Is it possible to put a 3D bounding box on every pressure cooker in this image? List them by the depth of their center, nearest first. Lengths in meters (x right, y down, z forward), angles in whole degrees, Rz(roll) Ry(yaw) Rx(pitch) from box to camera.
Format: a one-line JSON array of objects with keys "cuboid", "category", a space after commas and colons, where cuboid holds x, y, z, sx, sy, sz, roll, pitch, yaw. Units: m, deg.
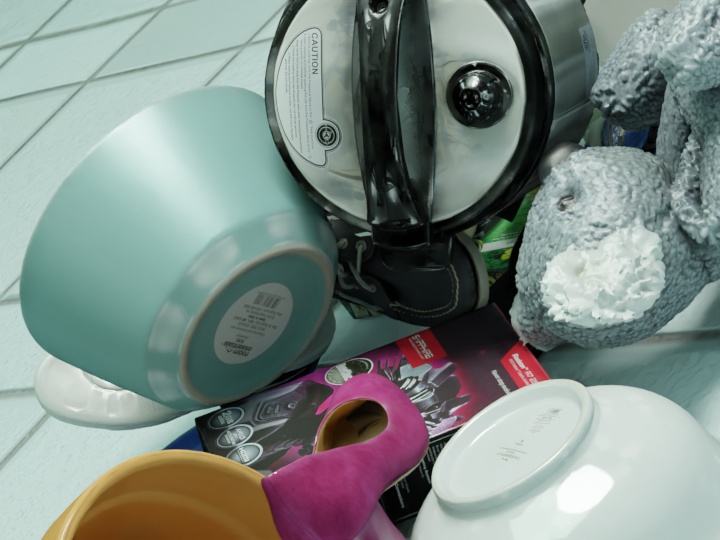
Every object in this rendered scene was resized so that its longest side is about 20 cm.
[{"cuboid": [0.039, -0.111, 1.569, 0.179, 0.176, 0.200, -44, -4, 20], "category": "pressure cooker"}]

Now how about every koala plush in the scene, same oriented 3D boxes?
[{"cuboid": [0.168, -0.030, 1.510, 0.200, 0.184, 0.177, -40, 2, -12], "category": "koala plush"}]

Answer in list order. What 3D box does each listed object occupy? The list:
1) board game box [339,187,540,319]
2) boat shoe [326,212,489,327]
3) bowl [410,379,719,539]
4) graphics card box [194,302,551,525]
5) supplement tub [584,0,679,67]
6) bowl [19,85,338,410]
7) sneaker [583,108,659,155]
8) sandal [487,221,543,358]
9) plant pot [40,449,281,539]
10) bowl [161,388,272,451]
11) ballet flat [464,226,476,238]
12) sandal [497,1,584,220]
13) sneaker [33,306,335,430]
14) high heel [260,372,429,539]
[{"cuboid": [0.083, -0.019, 1.813, 0.199, 0.024, 0.105, -11, 29, 46], "category": "board game box"}, {"cuboid": [0.000, 0.000, 1.679, 0.062, 0.073, 0.199, -15, 19, -35], "category": "boat shoe"}, {"cuboid": [0.099, 0.121, 1.409, 0.200, 0.091, 0.201, -29, 23, 13], "category": "bowl"}, {"cuboid": [0.013, 0.095, 1.565, 0.199, 0.051, 0.126, -21, 27, -5], "category": "graphics card box"}, {"cuboid": [0.221, -0.246, 1.932, 0.140, 0.141, 0.200, -11, 32, 44], "category": "supplement tub"}, {"cuboid": [-0.091, 0.002, 1.600, 0.200, 0.201, 0.105, -39, 56, -13], "category": "bowl"}, {"cuboid": [0.238, -0.099, 1.650, 0.199, 0.077, 0.085, -24, 11, -6], "category": "sneaker"}, {"cuboid": [0.124, -0.008, 1.675, 0.075, 0.045, 0.200, 26, 63, 39], "category": "sandal"}, {"cuboid": [-0.109, 0.211, 1.403, 0.140, 0.200, 0.200, -35, 15, 44], "category": "plant pot"}, {"cuboid": [-0.081, 0.148, 1.674, 0.200, 0.039, 0.201, -28, 22, 13], "category": "bowl"}, {"cuboid": [0.061, -0.069, 1.834, 0.069, 0.070, 0.200, -23, 24, 25], "category": "ballet flat"}, {"cuboid": [0.131, -0.105, 1.816, 0.075, 0.045, 0.201, 111, 177, -48], "category": "sandal"}, {"cuboid": [-0.114, 0.072, 1.780, 0.199, 0.074, 0.112, -13, -17, -10], "category": "sneaker"}, {"cuboid": [-0.017, 0.090, 1.428, 0.067, 0.096, 0.200, -32, 25, 21], "category": "high heel"}]
